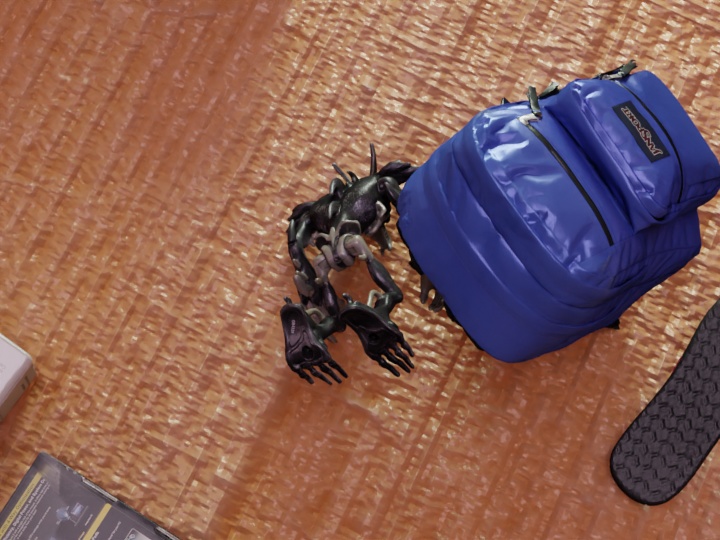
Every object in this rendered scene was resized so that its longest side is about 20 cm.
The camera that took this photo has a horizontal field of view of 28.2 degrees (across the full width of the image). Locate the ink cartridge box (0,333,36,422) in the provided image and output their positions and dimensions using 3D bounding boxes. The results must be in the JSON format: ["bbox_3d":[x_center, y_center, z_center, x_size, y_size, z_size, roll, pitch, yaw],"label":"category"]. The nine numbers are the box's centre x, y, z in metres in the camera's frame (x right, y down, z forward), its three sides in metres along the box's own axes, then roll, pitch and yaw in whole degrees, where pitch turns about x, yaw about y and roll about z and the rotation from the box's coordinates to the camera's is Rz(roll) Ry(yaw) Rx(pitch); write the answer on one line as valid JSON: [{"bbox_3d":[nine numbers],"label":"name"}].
[{"bbox_3d":[-0.331,0.101,0.946,0.147,0.086,0.201,37,77,-3],"label":"ink cartridge box"}]

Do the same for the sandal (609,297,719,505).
[{"bbox_3d":[0.251,0.081,1.013,0.075,0.045,0.200,43,91,15],"label":"sandal"}]

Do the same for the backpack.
[{"bbox_3d":[0.127,-0.047,0.939,0.199,0.168,0.163,-20,66,-49],"label":"backpack"}]

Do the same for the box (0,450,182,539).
[{"bbox_3d":[-0.197,0.247,0.940,0.160,0.049,0.201,30,76,4],"label":"box"}]

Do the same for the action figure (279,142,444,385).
[{"bbox_3d":[0.000,0.000,0.990,0.118,0.103,0.201,-18,32,20],"label":"action figure"}]
